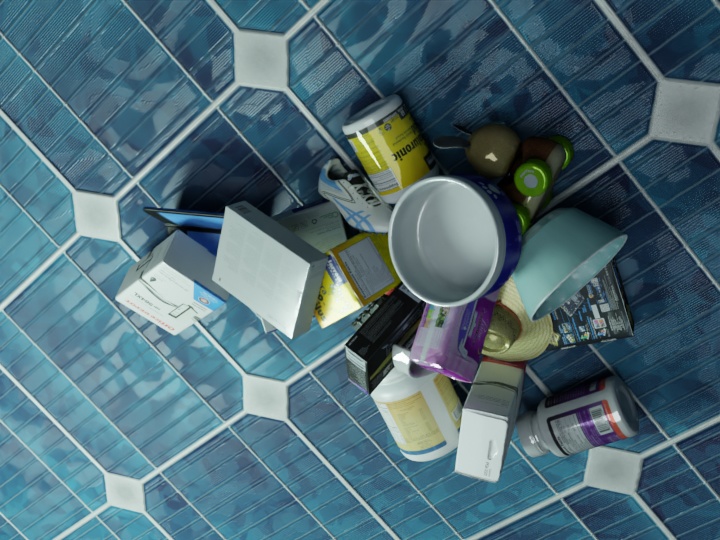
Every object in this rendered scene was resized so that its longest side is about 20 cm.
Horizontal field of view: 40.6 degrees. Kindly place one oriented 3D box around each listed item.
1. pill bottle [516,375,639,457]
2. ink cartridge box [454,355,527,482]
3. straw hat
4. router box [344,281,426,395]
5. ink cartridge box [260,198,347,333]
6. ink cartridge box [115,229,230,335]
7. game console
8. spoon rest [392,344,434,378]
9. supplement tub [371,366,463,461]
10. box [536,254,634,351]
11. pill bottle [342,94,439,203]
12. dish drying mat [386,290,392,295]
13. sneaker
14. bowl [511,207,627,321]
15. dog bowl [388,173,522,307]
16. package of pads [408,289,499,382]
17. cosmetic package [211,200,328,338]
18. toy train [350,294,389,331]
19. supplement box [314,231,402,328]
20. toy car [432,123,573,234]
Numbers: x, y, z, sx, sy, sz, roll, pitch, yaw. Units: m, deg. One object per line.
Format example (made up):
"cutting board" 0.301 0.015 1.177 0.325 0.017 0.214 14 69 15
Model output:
"pill bottle" 0.388 0.271 1.754 0.200 0.111 0.112 -24 107 28
"ink cartridge box" 0.236 0.259 1.746 0.085 0.200 0.146 11 119 13
"straw hat" 0.228 0.100 1.694 0.200 0.085 0.202 14 125 21
"router box" 0.057 0.102 1.673 0.052 0.200 0.157 36 159 19
"ink cartridge box" -0.112 -0.010 1.757 0.196 0.043 0.201 -19 113 -12
"ink cartridge box" -0.348 0.028 1.839 0.146 0.084 0.200 35 139 -22
"game console" -0.289 -0.045 1.807 0.199 0.118 0.171 6 111 16
"spoon rest" 0.119 0.147 1.692 0.099 0.200 0.061 22 106 32
"supplement tub" 0.103 0.237 1.811 0.144 0.145 0.200 -18 109 26
"box" 0.368 0.035 1.675 0.159 0.046 0.200 -13 112 24
"pill bottle" 0.063 -0.182 1.625 0.111 0.111 0.200 -22 108 27
"dish drying mat" 0.133 0.054 1.780 0.199 0.018 0.077 -4 116 20
"sneaker" -0.004 -0.124 1.658 0.200 0.072 0.073 40 134 36
"bowl" 0.313 -0.023 1.543 0.105 0.201 0.201 49 123 16
"dog bowl" 0.145 -0.048 1.499 0.200 0.079 0.201 8 103 36
"package of pads" 0.161 0.076 1.613 0.076 0.201 0.120 7 165 42
"cosmetic package" -0.155 -0.003 1.624 0.200 0.052 0.151 34 123 27
"toy train" 0.022 0.080 1.766 0.034 0.046 0.200 45 159 3
"supplement box" 0.000 0.000 1.668 0.109 0.200 0.109 -31 89 42
"toy car" 0.215 -0.170 1.561 0.200 0.164 0.158 30 122 12
